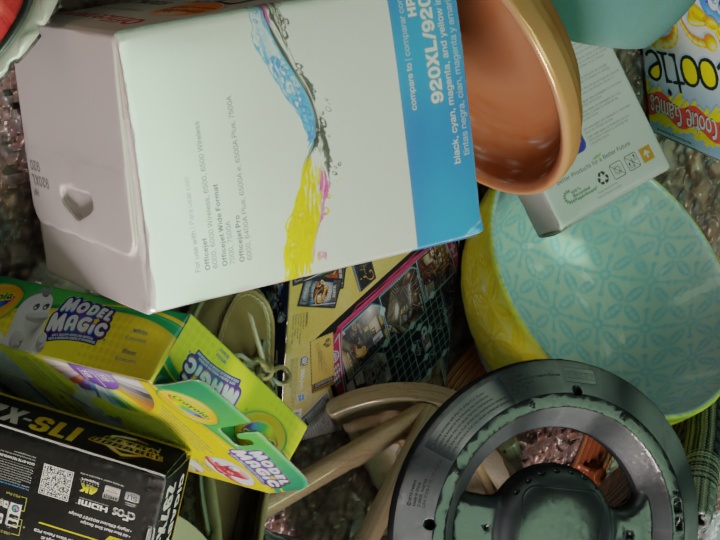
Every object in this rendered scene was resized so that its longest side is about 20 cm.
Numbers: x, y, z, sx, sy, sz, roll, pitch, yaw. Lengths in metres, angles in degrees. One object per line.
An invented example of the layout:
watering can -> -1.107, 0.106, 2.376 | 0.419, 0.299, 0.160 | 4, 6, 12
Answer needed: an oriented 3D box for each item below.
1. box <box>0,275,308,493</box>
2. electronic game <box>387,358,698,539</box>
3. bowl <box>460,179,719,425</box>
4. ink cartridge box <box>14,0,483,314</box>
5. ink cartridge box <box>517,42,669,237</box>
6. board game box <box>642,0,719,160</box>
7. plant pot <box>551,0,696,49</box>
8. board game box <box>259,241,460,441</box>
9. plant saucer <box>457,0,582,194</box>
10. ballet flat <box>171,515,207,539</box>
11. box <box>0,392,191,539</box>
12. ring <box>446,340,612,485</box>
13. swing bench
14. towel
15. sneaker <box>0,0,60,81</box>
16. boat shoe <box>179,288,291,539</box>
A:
box -> -0.118, 0.060, 1.110 | 0.117, 0.199, 0.049 | 48, 65, -42
electronic game -> 0.109, 0.152, 1.212 | 0.199, 0.042, 0.202 | -1, 92, -22
bowl -> 0.136, 0.029, 1.351 | 0.199, 0.201, 0.108 | -3, 153, -38
ink cartridge box -> -0.063, -0.076, 1.106 | 0.199, 0.147, 0.146 | -14, 105, -28
ink cartridge box -> 0.109, -0.130, 1.289 | 0.094, 0.037, 0.201 | -28, 97, -26
board game box -> 0.251, -0.184, 1.366 | 0.105, 0.103, 0.201 | -28, 125, -27
plant pot -> 0.128, -0.221, 1.188 | 0.200, 0.200, 0.162 | 0, 112, -39
board game box -> 0.000, 0.000, 1.293 | 0.135, 0.035, 0.201 | -11, 116, -35
plant saucer -> 0.054, -0.133, 1.164 | 0.037, 0.200, 0.201 | -40, 130, -21
ballet flat -> -0.134, 0.141, 1.146 | 0.068, 0.199, 0.069 | -39, 157, -53
box -> -0.203, 0.146, 1.097 | 0.049, 0.199, 0.161 | -49, 154, -73
ring -> 0.116, 0.119, 1.453 | 0.199, 0.019, 0.202 | -17, 120, -32
swing bench -> 0.017, 0.189, 1.310 | 0.200, 0.130, 0.199 | -44, 142, -16
towel -> 0.187, 0.158, 1.392 | 0.034, 0.193, 0.201 | 24, 129, -4
sneaker -> -0.190, -0.170, 1.047 | 0.085, 0.077, 0.201 | 30, 82, -32
boat shoe -> -0.073, 0.098, 1.214 | 0.073, 0.062, 0.201 | 21, 68, -42
